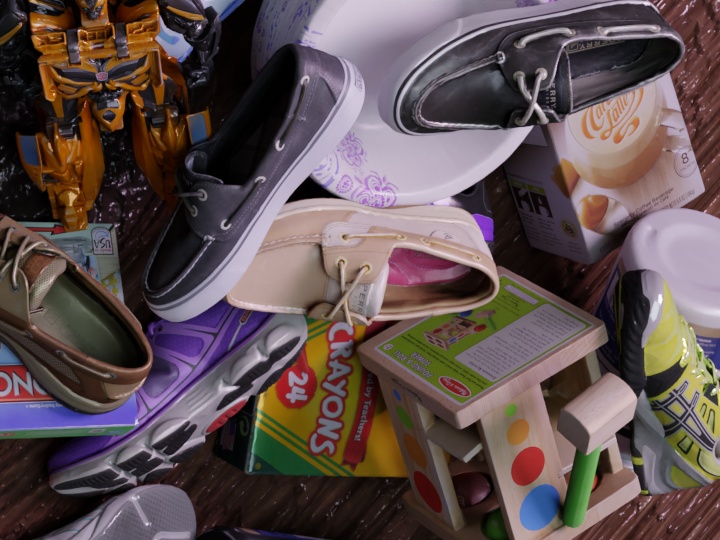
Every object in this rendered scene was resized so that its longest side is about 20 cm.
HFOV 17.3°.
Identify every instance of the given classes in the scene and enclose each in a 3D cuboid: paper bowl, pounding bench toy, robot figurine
[{"bbox_3d":[0.024,-0.150,1.530,0.199,0.104,0.202,-14,126,-19],"label":"paper bowl"},{"bbox_3d":[0.116,0.120,1.567,0.124,0.200,0.157,-29,121,-21],"label":"pounding bench toy"},{"bbox_3d":[-0.151,-0.103,1.426,0.144,0.059,0.201,-8,148,-3],"label":"robot figurine"}]

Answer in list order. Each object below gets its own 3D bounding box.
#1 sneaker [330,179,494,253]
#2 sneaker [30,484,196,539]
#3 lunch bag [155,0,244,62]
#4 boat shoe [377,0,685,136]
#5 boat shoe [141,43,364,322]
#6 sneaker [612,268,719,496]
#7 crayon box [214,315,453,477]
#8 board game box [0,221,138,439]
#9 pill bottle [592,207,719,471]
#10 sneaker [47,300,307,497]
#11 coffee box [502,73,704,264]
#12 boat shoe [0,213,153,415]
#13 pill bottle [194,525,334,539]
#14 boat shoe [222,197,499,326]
[{"bbox_3d":[0.008,-0.040,1.614,0.199,0.069,0.100,0,95,-36],"label":"sneaker"},{"bbox_3d":[-0.189,0.191,1.544,0.200,0.080,0.071,-26,109,-45],"label":"sneaker"},{"bbox_3d":[-0.124,-0.233,1.475,0.200,0.082,0.161,-42,117,-18],"label":"lunch bag"},{"bbox_3d":[0.108,-0.126,1.483,0.199,0.064,0.071,-20,129,-15],"label":"boat shoe"},{"bbox_3d":[-0.080,-0.056,1.434,0.066,0.070,0.200,26,115,-42],"label":"boat shoe"},{"bbox_3d":[0.213,0.070,1.589,0.076,0.076,0.201,-7,137,9],"label":"sneaker"},{"bbox_3d":[0.004,0.077,1.643,0.199,0.051,0.128,4,99,-33],"label":"crayon box"},{"bbox_3d":[-0.239,0.037,1.464,0.199,0.029,0.136,0,73,-32],"label":"board game box"},{"bbox_3d":[0.212,0.063,1.695,0.110,0.111,0.201,-9,138,-29],"label":"pill bottle"},{"bbox_3d":[-0.127,0.075,1.554,0.200,0.084,0.081,-39,162,-2],"label":"sneaker"},{"bbox_3d":[0.154,-0.123,1.670,0.114,0.080,0.201,-32,116,-22],"label":"coffee box"},{"bbox_3d":[-0.204,0.006,1.433,0.200,0.074,0.076,38,57,-15],"label":"boat shoe"},{"bbox_3d":[-0.023,0.242,1.629,0.199,0.112,0.113,12,95,-32],"label":"pill bottle"},{"bbox_3d":[0.000,0.000,1.509,0.198,0.069,0.074,-6,128,-25],"label":"boat shoe"}]
